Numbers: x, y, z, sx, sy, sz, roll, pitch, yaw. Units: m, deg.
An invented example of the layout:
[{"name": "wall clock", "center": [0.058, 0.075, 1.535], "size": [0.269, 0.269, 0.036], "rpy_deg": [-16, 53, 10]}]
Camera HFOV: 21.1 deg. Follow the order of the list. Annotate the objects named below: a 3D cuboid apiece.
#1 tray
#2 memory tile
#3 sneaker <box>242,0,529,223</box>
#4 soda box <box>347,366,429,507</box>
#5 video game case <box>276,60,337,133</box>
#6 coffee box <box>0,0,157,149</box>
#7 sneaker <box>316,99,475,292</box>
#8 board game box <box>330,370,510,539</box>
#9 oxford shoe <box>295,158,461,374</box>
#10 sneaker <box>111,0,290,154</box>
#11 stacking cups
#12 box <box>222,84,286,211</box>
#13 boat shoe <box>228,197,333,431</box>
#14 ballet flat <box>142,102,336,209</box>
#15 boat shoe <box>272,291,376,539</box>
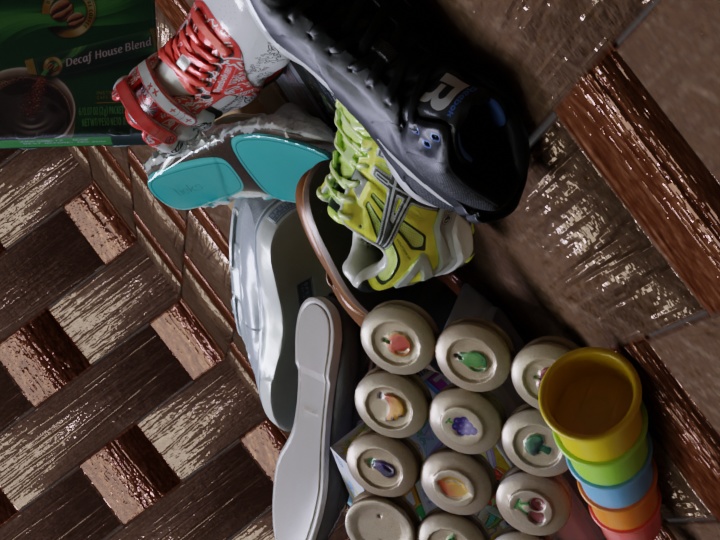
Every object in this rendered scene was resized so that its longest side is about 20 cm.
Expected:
[{"name": "tray", "center": [0.120, 0.106, 1.283], "size": [0.201, 0.022, 0.107], "rpy_deg": [55, -153, -14]}, {"name": "memory tile", "center": [0.065, 0.116, 1.233], "size": [0.152, 0.017, 0.201], "rpy_deg": [14, 124, 15]}, {"name": "sneaker", "center": [0.020, -0.109, 0.980], "size": [0.200, 0.073, 0.112], "rpy_deg": [48, 170, -22]}, {"name": "soda box", "center": [0.025, 0.112, 1.483], "size": [0.064, 0.068, 0.200], "rpy_deg": [53, -161, -1]}, {"name": "video game case", "center": [-0.026, -0.128, 1.257], "size": [0.201, 0.023, 0.182], "rpy_deg": [57, 170, -16]}, {"name": "coffee box", "center": [-0.201, -0.186, 1.330], "size": [0.044, 0.122, 0.202], "rpy_deg": [126, 143, -80]}, {"name": "sneaker", "center": [0.014, -0.062, 1.108], "size": [0.075, 0.076, 0.201], "rpy_deg": [46, 159, 45]}, {"name": "board game box", "center": [0.062, 0.155, 1.383], "size": [0.034, 0.134, 0.201], "rpy_deg": [40, 160, 40]}, {"name": "oxford shoe", "center": [0.000, 0.000, 1.264], "size": [0.071, 0.072, 0.200], "rpy_deg": [12, 149, 38]}, {"name": "sneaker", "center": [-0.100, -0.128, 1.215], "size": [0.067, 0.108, 0.201], "rpy_deg": [53, 170, 2]}, {"name": "stacking cups", "center": [0.157, 0.119, 1.172], "size": [0.061, 0.060, 0.200], "rpy_deg": [46, 172, 34]}, {"name": "box", "center": [-0.051, -0.052, 1.402], "size": [0.200, 0.021, 0.164], "rpy_deg": [53, 155, 16]}, {"name": "boat shoe", "center": [-0.059, 0.023, 1.401], "size": [0.071, 0.070, 0.202], "rpy_deg": [37, 141, 41]}, {"name": "ballet flat", "center": [-0.069, -0.085, 1.308], "size": [0.199, 0.072, 0.072], "rpy_deg": [-2, 130, 43]}, {"name": "boat shoe", "center": [-0.018, 0.112, 1.359], "size": [0.067, 0.057, 0.201], "rpy_deg": [29, 117, 52]}]
